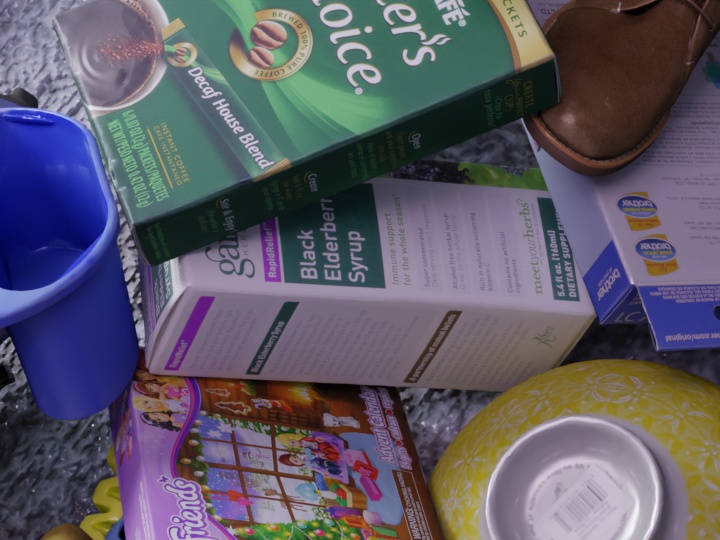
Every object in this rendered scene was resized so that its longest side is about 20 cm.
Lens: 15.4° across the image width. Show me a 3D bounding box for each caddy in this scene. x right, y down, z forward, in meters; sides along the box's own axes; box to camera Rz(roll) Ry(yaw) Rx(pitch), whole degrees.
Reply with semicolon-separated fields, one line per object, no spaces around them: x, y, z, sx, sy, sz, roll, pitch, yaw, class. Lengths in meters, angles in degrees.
-0.178;-0.007;1.220;0.140;0.106;0.200;-17;32;-5;caddy

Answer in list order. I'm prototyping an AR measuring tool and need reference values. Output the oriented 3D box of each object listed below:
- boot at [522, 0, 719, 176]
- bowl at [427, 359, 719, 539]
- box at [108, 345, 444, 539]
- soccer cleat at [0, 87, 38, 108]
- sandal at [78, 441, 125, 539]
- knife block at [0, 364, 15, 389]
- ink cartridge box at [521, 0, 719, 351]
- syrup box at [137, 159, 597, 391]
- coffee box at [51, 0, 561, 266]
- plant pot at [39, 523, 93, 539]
0.137;-0.120;1.228;0.074;0.076;0.200;40;48;-1;boot
0.106;0.120;1.184;0.199;0.108;0.202;-7;64;14;bowl
-0.035;0.108;1.176;0.136;0.039;0.200;9;28;-15;box
-0.253;-0.067;1.364;0.199;0.065;0.084;10;53;-18;soccer cleat
-0.096;0.149;1.256;0.087;0.080;0.201;16;73;20;sandal
-0.262;0.073;1.293;0.064;0.199;0.176;34;109;29;knife block
0.145;-0.041;1.247;0.119;0.042;0.201;-1;54;-30;ink cartridge box
0.000;0.000;1.232;0.198;0.082;0.079;5;57;-20;syrup box
-0.024;-0.094;1.174;0.199;0.044;0.124;-21;62;-4;coffee box
-0.125;0.243;1.111;0.194;0.200;0.196;45;84;-1;plant pot
